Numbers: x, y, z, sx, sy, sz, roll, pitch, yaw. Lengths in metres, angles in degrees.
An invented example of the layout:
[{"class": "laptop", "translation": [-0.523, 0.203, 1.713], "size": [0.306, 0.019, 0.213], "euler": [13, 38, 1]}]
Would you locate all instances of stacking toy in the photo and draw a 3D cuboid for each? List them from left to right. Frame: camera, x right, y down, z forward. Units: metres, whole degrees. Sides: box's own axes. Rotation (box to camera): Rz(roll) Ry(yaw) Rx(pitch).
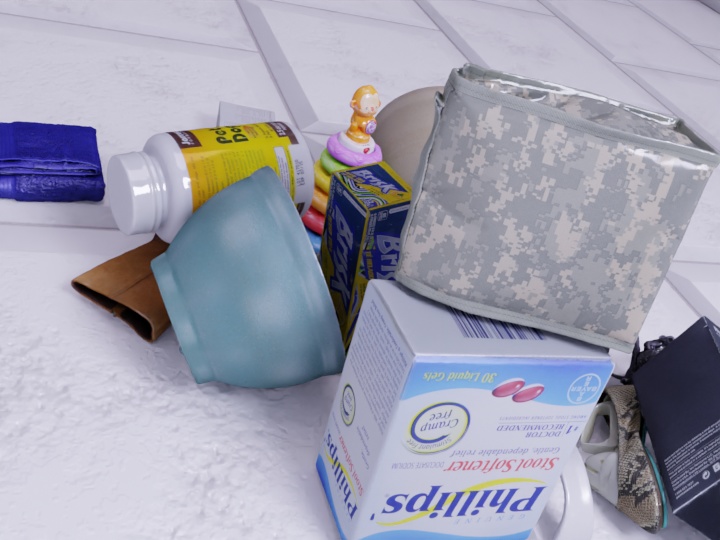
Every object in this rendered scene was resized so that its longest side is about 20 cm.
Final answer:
[{"class": "stacking toy", "translation": [-0.012, -0.126, 0.985], "size": [0.114, 0.203, 0.110], "euler": [-8, 40, -36]}]

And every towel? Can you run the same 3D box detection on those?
[{"class": "towel", "translation": [-0.397, -0.136, 0.944], "size": [0.196, 0.050, 0.149], "euler": [1, 38, -26]}]

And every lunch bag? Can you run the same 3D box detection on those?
[{"class": "lunch bag", "translation": [0.132, -0.051, 0.617], "size": [0.195, 0.167, 0.118], "euler": [14, 25, -5]}]

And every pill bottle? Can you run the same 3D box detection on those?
[{"class": "pill bottle", "translation": [-0.153, -0.091, 0.848], "size": [0.197, 0.111, 0.109], "euler": [-13, 44, -33]}]

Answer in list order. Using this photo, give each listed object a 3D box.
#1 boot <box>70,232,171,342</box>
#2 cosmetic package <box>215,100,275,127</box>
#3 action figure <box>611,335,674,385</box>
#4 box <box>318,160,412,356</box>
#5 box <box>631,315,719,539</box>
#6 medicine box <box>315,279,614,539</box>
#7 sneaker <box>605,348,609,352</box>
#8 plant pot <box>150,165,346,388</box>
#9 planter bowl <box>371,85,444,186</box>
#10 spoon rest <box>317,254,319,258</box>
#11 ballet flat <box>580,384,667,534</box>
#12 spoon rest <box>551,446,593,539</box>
[{"class": "boot", "translation": [-0.228, -0.023, 0.879], "size": [0.187, 0.069, 0.200], "euler": [36, 44, 12]}, {"class": "cosmetic package", "translation": [-0.152, -0.152, 1.090], "size": [0.081, 0.051, 0.202], "euler": [7, 35, -14]}, {"class": "action figure", "translation": [0.374, 0.121, 0.921], "size": [0.196, 0.102, 0.121], "euler": [-12, 59, 22]}, {"class": "box", "translation": [0.000, 0.000, 0.806], "size": [0.063, 0.203, 0.070], "euler": [-16, 45, -30]}, {"class": "box", "translation": [0.378, 0.179, 0.783], "size": [0.198, 0.104, 0.184], "euler": [34, 30, -16]}, {"class": "medicine box", "translation": [0.078, 0.121, 0.676], "size": [0.178, 0.203, 0.103], "euler": [3, 31, -22]}, {"class": "sneaker", "translation": [0.270, 0.042, 1.007], "size": [0.085, 0.082, 0.199], "euler": [4, 14, 25]}, {"class": "plant pot", "translation": [-0.112, 0.023, 0.754], "size": [0.132, 0.203, 0.201], "euler": [-21, 45, -12]}, {"class": "planter bowl", "translation": [0.099, -0.108, 1.042], "size": [0.196, 0.202, 0.137], "euler": [13, 49, -9]}, {"class": "spoon rest", "translation": [0.006, -0.015, 0.936], "size": [0.197, 0.099, 0.062], "euler": [-5, 69, -44]}, {"class": "ballet flat", "translation": [0.256, 0.182, 0.817], "size": [0.073, 0.069, 0.201], "euler": [2, 27, 13]}, {"class": "spoon rest", "translation": [0.171, 0.165, 0.791], "size": [0.097, 0.061, 0.202], "euler": [5, 37, -21]}]
